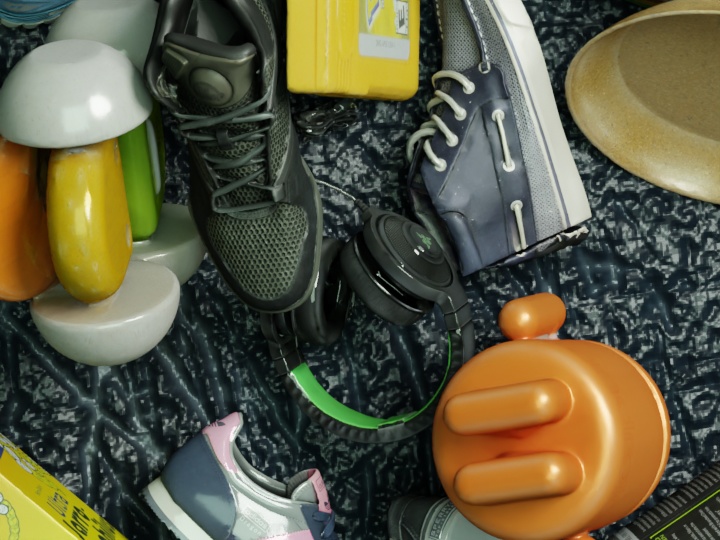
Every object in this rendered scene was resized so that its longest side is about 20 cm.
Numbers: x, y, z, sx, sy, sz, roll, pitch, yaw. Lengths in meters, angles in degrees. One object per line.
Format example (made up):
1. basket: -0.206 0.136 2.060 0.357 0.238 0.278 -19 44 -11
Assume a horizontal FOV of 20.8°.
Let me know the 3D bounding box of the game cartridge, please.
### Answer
1. game cartridge: 0.000 -0.185 1.096 0.032 0.200 0.178 2 95 13

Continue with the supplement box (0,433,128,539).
1. supplement box: -0.188 0.192 1.143 0.200 0.109 0.110 41 89 -9

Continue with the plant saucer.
1. plant saucer: 0.220 -0.103 1.147 0.199 0.200 0.036 22 64 -8

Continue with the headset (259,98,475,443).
1. headset: 0.000 0.000 1.167 0.123 0.094 0.201 -15 98 24

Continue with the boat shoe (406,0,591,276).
1. boat shoe: 0.063 -0.092 1.168 0.092 0.075 0.201 -24 98 -17

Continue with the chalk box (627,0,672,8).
1. chalk box: 0.127 -0.242 1.145 0.199 0.125 0.125 18 91 -7

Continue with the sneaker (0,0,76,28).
1. sneaker: -0.133 -0.205 1.130 0.199 0.090 0.079 -35 98 -5

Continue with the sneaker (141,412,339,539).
1. sneaker: -0.032 0.169 1.181 0.200 0.070 0.082 40 91 -10

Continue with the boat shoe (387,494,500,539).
1. boat shoe: 0.073 0.217 1.201 0.072 0.068 0.201 -48 124 -29

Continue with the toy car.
1. toy car: -0.172 -0.052 1.094 0.149 0.200 0.176 -2 115 9

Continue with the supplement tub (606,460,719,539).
1. supplement tub: 0.227 0.184 1.191 0.199 0.123 0.123 -33 98 -3

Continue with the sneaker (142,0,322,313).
1. sneaker: -0.070 -0.069 1.039 0.076 0.114 0.201 -4 100 11

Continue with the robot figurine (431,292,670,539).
1. robot figurine: 0.113 0.099 1.139 0.144 0.200 0.117 44 105 19
